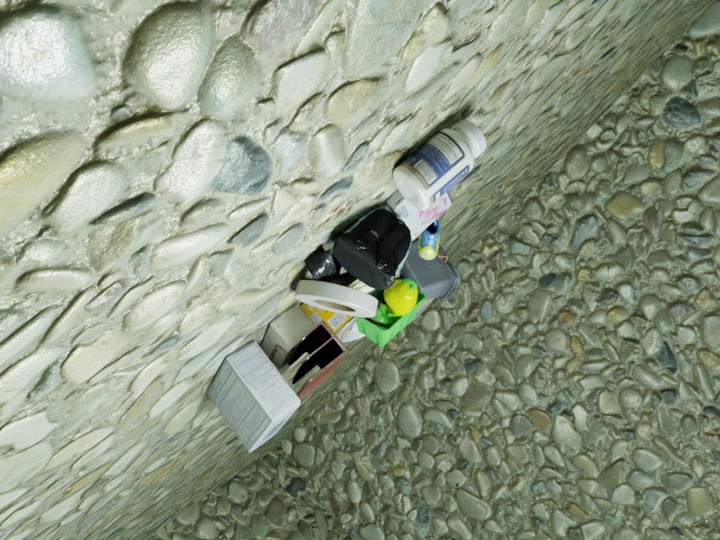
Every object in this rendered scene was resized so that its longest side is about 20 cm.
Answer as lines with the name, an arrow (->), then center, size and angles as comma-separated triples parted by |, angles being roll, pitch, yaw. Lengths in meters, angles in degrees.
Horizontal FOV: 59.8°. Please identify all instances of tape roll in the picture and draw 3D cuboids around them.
tape roll -> -0.056, 0.067, 1.467 | 0.203, 0.198, 0.038 | 77, 25, -77

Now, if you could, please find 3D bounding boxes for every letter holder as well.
letter holder -> -0.133, 0.240, 1.589 | 0.141, 0.101, 0.201 | -37, 168, -29

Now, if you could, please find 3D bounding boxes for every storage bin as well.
storage bin -> 0.187, -0.006, 1.886 | 0.132, 0.202, 0.146 | -17, 155, -31

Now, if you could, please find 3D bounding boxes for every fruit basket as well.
fruit basket -> 0.088, 0.086, 1.756 | 0.215, 0.154, 0.219 | -39, 145, -35

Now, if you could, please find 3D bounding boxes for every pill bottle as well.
pill bottle -> 0.174, -0.233, 1.356 | 0.199, 0.111, 0.111 | -40, 168, -11

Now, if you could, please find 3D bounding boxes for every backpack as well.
backpack -> 0.037, -0.058, 1.443 | 0.201, 0.162, 0.154 | -55, -179, -37

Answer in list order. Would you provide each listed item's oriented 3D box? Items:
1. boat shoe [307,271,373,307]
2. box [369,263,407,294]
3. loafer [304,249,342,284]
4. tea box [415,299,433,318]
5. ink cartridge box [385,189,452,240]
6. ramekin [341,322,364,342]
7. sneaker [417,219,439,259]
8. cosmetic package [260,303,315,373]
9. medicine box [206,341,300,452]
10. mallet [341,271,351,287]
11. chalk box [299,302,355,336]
boat shoe -> -0.051, 0.034, 1.597 | 0.196, 0.074, 0.064 | -20, 132, -7
box -> 0.026, 0.033, 1.827 | 0.198, 0.044, 0.160 | -35, -175, -18
loafer -> -0.069, -0.003, 1.458 | 0.070, 0.069, 0.201 | -34, 165, 4
tea box -> 0.141, 0.050, 2.047 | 0.133, 0.197, 0.201 | -29, 163, -46
ink cartridge box -> 0.169, -0.187, 1.565 | 0.199, 0.043, 0.196 | -42, 153, 2
ramekin -> -0.001, 0.128, 1.936 | 0.197, 0.099, 0.201 | -26, -171, 4
sneaker -> 0.204, -0.125, 1.828 | 0.202, 0.074, 0.107 | -91, -171, -52
cosmetic package -> -0.197, 0.188, 1.664 | 0.103, 0.088, 0.201 | -35, 166, -31
medicine box -> -0.274, 0.319, 1.586 | 0.102, 0.201, 0.183 | -26, 161, -45
mallet -> -0.026, -0.001, 1.526 | 0.066, 0.041, 0.201 | -52, -171, 35
chalk box -> -0.099, 0.141, 1.747 | 0.124, 0.124, 0.201 | -39, 169, -21
